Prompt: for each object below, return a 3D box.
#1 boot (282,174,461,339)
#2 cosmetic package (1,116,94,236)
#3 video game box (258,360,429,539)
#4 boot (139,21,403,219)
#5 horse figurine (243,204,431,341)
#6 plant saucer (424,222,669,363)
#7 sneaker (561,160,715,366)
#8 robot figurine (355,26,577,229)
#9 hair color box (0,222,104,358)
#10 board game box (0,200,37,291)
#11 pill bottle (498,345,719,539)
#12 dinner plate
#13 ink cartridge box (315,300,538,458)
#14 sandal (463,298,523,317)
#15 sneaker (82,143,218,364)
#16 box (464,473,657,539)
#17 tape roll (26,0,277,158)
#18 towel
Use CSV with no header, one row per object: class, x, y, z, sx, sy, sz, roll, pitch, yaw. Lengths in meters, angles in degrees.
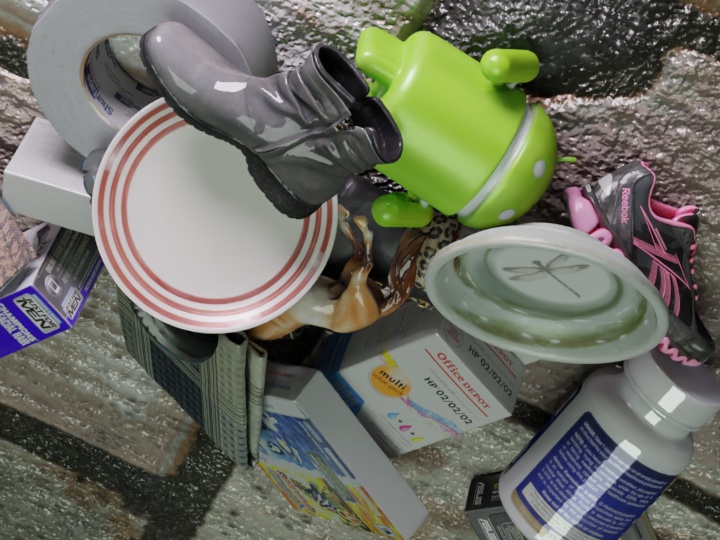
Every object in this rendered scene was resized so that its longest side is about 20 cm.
boot,0.000,0.000,1.579,0.150,0.073,0.201,19,126,7
cosmetic package,-0.207,-0.067,1.581,0.199,0.083,0.051,17,135,2
video game box,-0.052,0.165,1.707,0.182,0.047,0.200,9,141,53
boot,-0.064,-0.141,1.376,0.200,0.070,0.132,42,137,-13
horse figurine,-0.035,0.008,1.520,0.199,0.050,0.133,-1,119,22
plant saucer,0.153,0.009,1.446,0.199,0.050,0.200,13,153,7
sneaker,0.254,-0.008,1.501,0.095,0.079,0.200,-35,113,7
robot figurine,0.071,-0.112,1.434,0.200,0.116,0.176,32,110,-12
hair color box,-0.340,0.029,1.684,0.199,0.110,0.065,-23,121,32
board game box,-0.419,-0.008,1.595,0.199,0.160,0.097,8,137,44
pill bottle,0.227,0.158,1.605,0.119,0.120,0.200,33,115,-13
dinner plate,-0.118,-0.049,1.460,0.199,0.024,0.201,0,96,-3
ink cartridge box,0.067,0.089,1.634,0.200,0.068,0.115,-24,120,37
sandal,0.163,0.014,1.551,0.200,0.048,0.076,13,99,-18
sneaker,-0.159,-0.017,1.498,0.082,0.073,0.201,-20,101,17
box,0.212,0.279,1.777,0.158,0.048,0.200,-13,125,24
tape roll,-0.173,-0.170,1.492,0.199,0.066,0.201,8,132,9
towel,-0.156,0.066,1.643,0.192,0.034,0.200,42,151,27
